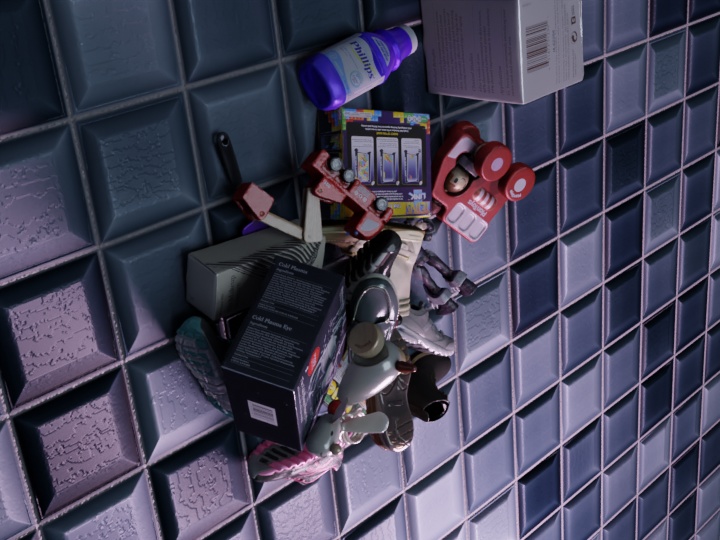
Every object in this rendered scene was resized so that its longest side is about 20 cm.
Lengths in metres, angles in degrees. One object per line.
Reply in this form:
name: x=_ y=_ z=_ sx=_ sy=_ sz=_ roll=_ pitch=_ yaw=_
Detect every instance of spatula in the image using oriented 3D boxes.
spatula: x=-0.165 y=-0.106 z=1.381 sx=0.057 sy=0.021 sz=0.200 roll=-37 pitch=126 yaw=-26

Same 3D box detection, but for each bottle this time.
bottle: x=0.003 y=-0.307 z=1.450 sx=0.200 sy=0.065 sz=0.084 roll=-34 pitch=100 yaw=-34

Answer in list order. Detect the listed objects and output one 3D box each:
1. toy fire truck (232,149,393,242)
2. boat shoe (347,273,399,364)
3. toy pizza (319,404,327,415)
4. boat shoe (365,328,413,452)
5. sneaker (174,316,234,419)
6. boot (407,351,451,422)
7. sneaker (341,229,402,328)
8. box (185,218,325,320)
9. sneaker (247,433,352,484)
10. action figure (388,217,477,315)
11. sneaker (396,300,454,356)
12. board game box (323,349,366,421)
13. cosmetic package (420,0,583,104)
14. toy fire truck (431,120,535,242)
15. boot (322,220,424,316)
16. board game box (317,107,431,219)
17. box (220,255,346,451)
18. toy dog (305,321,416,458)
toy fire truck: x=-0.063 y=-0.090 z=1.384 sx=0.200 sy=0.049 sz=0.141 roll=40 pitch=75 yaw=-21
boat shoe: x=0.016 y=0.093 z=1.429 sx=0.062 sy=0.073 sz=0.200 roll=-88 pitch=-175 yaw=-50
toy pizza: x=-0.061 y=0.132 z=1.559 sx=0.200 sy=0.032 sz=0.200 roll=-17 pitch=113 yaw=-45
boat shoe: x=0.035 y=0.190 z=1.577 sx=0.076 sy=0.072 sz=0.200 roll=5 pitch=78 yaw=-33
sneaker: x=-0.193 y=0.123 z=1.398 sx=0.091 sy=0.078 sz=0.200 roll=-52 pitch=143 yaw=-29
boot: x=0.124 y=0.206 z=1.700 sx=0.200 sy=0.138 sz=0.078 roll=-25 pitch=120 yaw=-40
sneaker: x=0.029 y=0.031 z=1.464 sx=0.115 sy=0.076 sz=0.200 roll=29 pitch=124 yaw=-18
box: x=-0.146 y=-0.004 z=1.390 sx=0.200 sy=0.068 sz=0.082 roll=-23 pitch=133 yaw=-40
sneaker: x=-0.096 y=0.307 z=1.561 sx=0.200 sy=0.079 sz=0.096 roll=-12 pitch=123 yaw=-42
action figure: x=0.100 y=-0.015 z=1.636 sx=0.130 sy=0.069 sz=0.200 roll=-47 pitch=108 yaw=-13
sneaker: x=0.107 y=0.095 z=1.693 sx=0.200 sy=0.075 sz=0.082 roll=27 pitch=76 yaw=-51
board game box: x=-0.027 y=0.173 z=1.570 sx=0.105 sy=0.023 sz=0.200 roll=-58 pitch=136 yaw=-17
cosmetic package: x=0.225 y=-0.373 z=1.568 sx=0.166 sy=0.200 sz=0.168 roll=-27 pitch=122 yaw=-37
toy fire truck: x=0.188 y=-0.147 z=1.684 sx=0.200 sy=0.112 sz=0.168 roll=30 pitch=100 yaw=-46
boot: x=0.000 y=0.000 z=1.525 sx=0.200 sy=0.072 sz=0.155 roll=3 pitch=102 yaw=-28
board game box: x=0.025 y=-0.162 z=1.516 sx=0.200 sy=0.057 sz=0.166 roll=-4 pitch=96 yaw=-45
box: x=-0.097 y=0.116 z=1.341 sx=0.200 sy=0.104 sz=0.182 roll=90 pitch=20 yaw=-58
toy dog: x=0.011 y=0.175 z=1.360 sx=0.132 sy=0.096 sz=0.200 roll=8 pitch=102 yaw=-49
